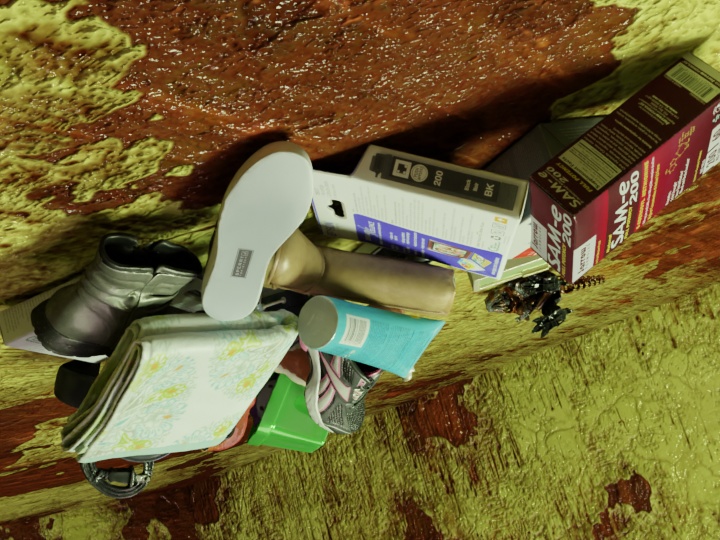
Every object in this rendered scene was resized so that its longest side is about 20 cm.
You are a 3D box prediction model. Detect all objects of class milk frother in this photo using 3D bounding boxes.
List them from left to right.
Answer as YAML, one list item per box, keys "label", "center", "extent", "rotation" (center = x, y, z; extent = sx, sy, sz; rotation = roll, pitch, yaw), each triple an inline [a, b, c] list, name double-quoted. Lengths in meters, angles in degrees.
- label: "milk frother"
  center: [-0.274, 0.196, 1.210]
  extent: [0.177, 0.204, 0.188]
  rotation: [-4, -176, 0]

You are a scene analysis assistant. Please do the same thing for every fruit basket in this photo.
- label: "fruit basket"
  center: [-0.118, 0.125, 1.313]
  extent: [0.212, 0.219, 0.156]
  rotation: [-13, 168, -17]

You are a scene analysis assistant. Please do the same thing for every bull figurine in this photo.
- label: "bull figurine"
  center: [-0.030, 0.105, 1.211]
  extent: [0.197, 0.123, 0.065]
  rotation: [-22, -149, 0]

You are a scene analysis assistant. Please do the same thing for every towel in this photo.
- label: "towel"
  center: [-0.166, 0.109, 0.937]
  extent: [0.198, 0.048, 0.172]
  rotation: [-1, 139, -49]

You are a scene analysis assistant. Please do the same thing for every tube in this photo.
- label: "tube"
  center: [0.016, 0.068, 1.018]
  extent: [0.078, 0.051, 0.199]
  rotation: [-51, 145, 15]

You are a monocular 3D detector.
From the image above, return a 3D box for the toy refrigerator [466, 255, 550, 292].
- label: "toy refrigerator"
  center: [0.232, -0.035, 1.294]
  extent: [0.197, 0.071, 0.076]
  rotation: [-19, 166, 2]

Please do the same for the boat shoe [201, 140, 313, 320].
- label: "boat shoe"
  center: [-0.091, -0.043, 0.848]
  extent: [0.069, 0.067, 0.201]
  rotation: [8, 135, -16]

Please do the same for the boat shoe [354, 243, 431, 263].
- label: "boat shoe"
  center: [0.037, -0.002, 1.176]
  extent: [0.073, 0.069, 0.199]
  rotation: [-10, 164, -29]

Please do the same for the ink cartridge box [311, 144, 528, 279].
- label: "ink cartridge box"
  center: [0.051, -0.057, 0.941]
  extent: [0.196, 0.044, 0.198]
  rotation: [13, 166, 6]

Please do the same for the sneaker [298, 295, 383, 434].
- label: "sneaker"
  center: [-0.013, 0.115, 1.105]
  extent: [0.085, 0.081, 0.202]
  rotation: [16, 140, 26]

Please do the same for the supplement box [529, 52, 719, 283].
- label: "supplement box"
  center: [0.242, -0.091, 0.891]
  extent: [0.199, 0.061, 0.109]
  rotation: [-37, 148, -13]

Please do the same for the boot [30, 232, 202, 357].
- label: "boot"
  center: [-0.184, 0.031, 0.896]
  extent: [0.130, 0.068, 0.199]
  rotation: [-36, 154, 24]

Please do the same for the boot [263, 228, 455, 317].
- label: "boot"
  center: [0.000, 0.000, 0.989]
  extent: [0.196, 0.067, 0.175]
  rotation: [10, 176, -3]

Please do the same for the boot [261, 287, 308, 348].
- label: "boot"
  center: [-0.134, 0.063, 1.161]
  extent: [0.072, 0.092, 0.199]
  rotation: [-3, 160, -46]

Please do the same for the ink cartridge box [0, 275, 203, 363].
- label: "ink cartridge box"
  center: [-0.238, 0.036, 1.031]
  extent: [0.197, 0.044, 0.196]
  rotation: [-24, 166, 6]

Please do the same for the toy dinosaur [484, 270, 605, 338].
- label: "toy dinosaur"
  center: [0.307, 0.033, 1.677]
  extent: [0.199, 0.103, 0.136]
  rotation: [-36, -174, 12]

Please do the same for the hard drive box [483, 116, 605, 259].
- label: "hard drive box"
  center: [0.202, -0.082, 1.054]
  extent: [0.154, 0.078, 0.200]
  rotation: [-9, 165, -29]

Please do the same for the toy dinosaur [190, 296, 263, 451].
- label: "toy dinosaur"
  center: [-0.138, 0.124, 1.065]
  extent: [0.104, 0.185, 0.199]
  rotation: [-20, -155, -35]
